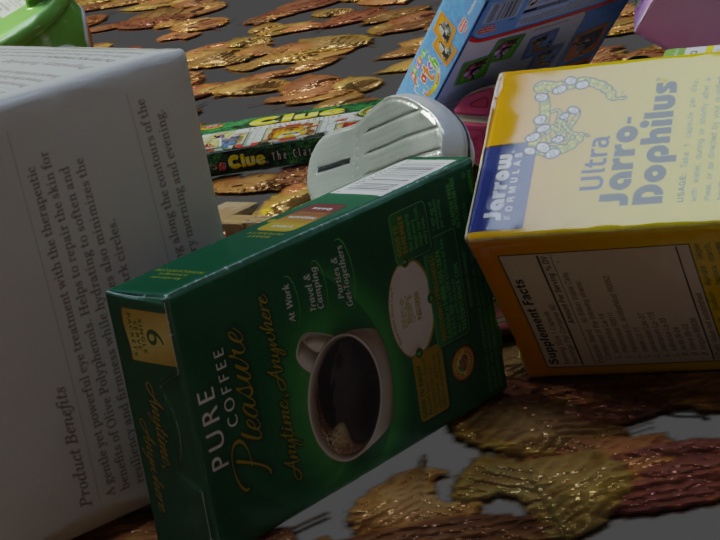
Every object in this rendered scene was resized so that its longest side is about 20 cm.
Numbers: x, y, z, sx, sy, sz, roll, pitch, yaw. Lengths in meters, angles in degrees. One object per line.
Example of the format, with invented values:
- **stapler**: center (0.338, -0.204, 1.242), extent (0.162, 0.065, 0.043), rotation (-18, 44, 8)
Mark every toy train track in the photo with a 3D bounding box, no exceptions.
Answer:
- **toy train track**: center (-0.054, -0.017, 1.235), extent (0.200, 0.033, 0.115), rotation (1, 12, 18)

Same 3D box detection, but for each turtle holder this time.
- **turtle holder**: center (-0.310, -0.169, 1.701), extent (0.141, 0.132, 0.186), rotation (0, 39, 41)

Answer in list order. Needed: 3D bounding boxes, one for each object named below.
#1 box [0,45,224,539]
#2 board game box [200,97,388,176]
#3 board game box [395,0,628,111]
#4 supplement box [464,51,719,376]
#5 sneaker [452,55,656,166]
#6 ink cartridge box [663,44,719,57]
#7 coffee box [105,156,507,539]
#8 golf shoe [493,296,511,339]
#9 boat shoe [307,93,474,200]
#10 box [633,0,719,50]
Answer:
- **box**: center (-0.179, 0.009, 0.920), extent (0.171, 0.199, 0.200), rotation (-22, 19, -34)
- **board game box**: center (-0.048, -0.104, 1.527), extent (0.200, 0.023, 0.105), rotation (-8, 14, 6)
- **board game box**: center (0.100, -0.146, 1.334), extent (0.151, 0.037, 0.200), rotation (-21, -25, -31)
- **supplement box**: center (0.165, -0.028, 0.922), extent (0.200, 0.109, 0.110), rotation (-3, 51, 21)
- **sneaker**: center (0.162, -0.100, 1.302), extent (0.200, 0.074, 0.087), rotation (-3, 18, 9)
- **ink cartridge box**: center (0.254, -0.060, 1.046), extent (0.200, 0.076, 0.148), rotation (-3, 33, 22)
- **coffee box**: center (-0.018, 0.032, 0.882), extent (0.044, 0.123, 0.200), rotation (7, 25, 43)
- **golf shoe**: center (0.000, 0.000, 1.032), extent (0.200, 0.092, 0.073), rotation (-13, 18, -4)
- **boat shoe**: center (0.033, -0.070, 1.239), extent (0.067, 0.074, 0.200), rotation (6, 0, -24)
- **box**: center (0.278, -0.173, 1.285), extent (0.176, 0.097, 0.200), rotation (28, 19, -2)
